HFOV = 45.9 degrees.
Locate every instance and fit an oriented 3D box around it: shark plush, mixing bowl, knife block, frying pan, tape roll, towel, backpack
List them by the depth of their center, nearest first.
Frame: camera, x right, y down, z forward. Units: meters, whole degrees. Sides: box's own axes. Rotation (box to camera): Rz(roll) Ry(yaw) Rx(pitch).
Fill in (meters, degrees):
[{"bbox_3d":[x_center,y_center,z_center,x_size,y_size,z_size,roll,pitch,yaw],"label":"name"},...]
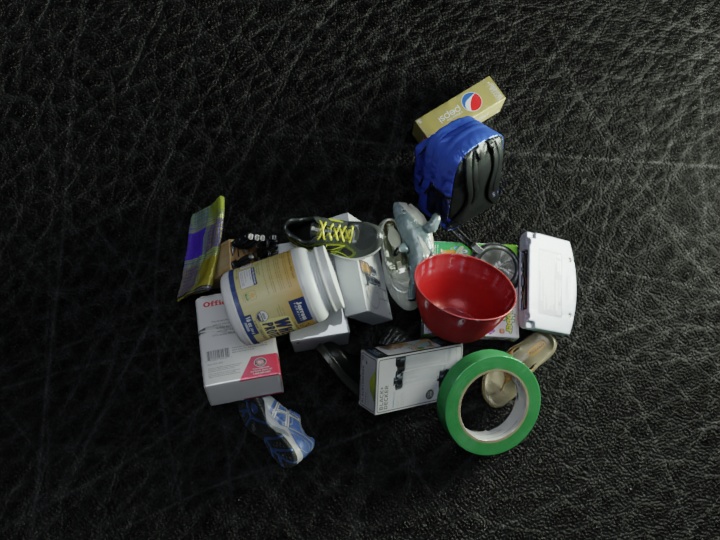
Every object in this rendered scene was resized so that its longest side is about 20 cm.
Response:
[{"bbox_3d":[0.189,0.068,1.645,0.200,0.109,0.200,9,36,-7],"label":"mixing bowl"},{"bbox_3d":[0.248,0.255,1.645,0.200,0.048,0.201,-4,103,-16],"label":"tape roll"},{"bbox_3d":[-0.251,-0.022,1.660,0.199,0.176,0.064,-7,74,7],"label":"knife block"},{"bbox_3d":[-0.318,-0.042,1.700,0.023,0.144,0.201,18,70,-31],"label":"towel"},{"bbox_3d":[0.099,-0.037,1.715,0.083,0.091,0.201,9,83,-22],"label":"shark plush"},{"bbox_3d":[0.189,-0.210,1.720,0.168,0.200,0.162,38,58,25],"label":"backpack"},{"bbox_3d":[0.261,-0.037,1.742,0.115,0.031,0.190,-20,80,-10],"label":"frying pan"}]

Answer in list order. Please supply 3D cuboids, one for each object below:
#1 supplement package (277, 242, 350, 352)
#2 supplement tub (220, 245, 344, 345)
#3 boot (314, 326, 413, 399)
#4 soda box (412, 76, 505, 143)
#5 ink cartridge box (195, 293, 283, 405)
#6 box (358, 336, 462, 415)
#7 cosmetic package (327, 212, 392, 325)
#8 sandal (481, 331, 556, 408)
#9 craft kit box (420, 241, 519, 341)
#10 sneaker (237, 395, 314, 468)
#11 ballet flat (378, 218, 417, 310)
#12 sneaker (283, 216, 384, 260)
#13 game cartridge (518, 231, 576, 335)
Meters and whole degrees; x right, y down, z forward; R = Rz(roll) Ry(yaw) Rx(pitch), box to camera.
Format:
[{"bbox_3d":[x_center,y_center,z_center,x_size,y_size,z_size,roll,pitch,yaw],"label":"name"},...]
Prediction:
[{"bbox_3d":[-0.094,0.049,1.694,0.117,0.117,0.201,-8,75,-4],"label":"supplement package"},{"bbox_3d":[-0.141,0.042,1.560,0.200,0.144,0.145,-19,76,2],"label":"supplement tub"},{"bbox_3d":[0.020,0.165,1.657,0.158,0.079,0.211,-50,123,-10],"label":"boot"},{"bbox_3d":[0.212,-0.335,1.839,0.200,0.068,0.064,-31,78,-10],"label":"soda box"},{"bbox_3d":[-0.235,0.144,1.649,0.144,0.084,0.200,-10,56,-6],"label":"ink cartridge box"},{"bbox_3d":[0.097,0.199,1.630,0.200,0.060,0.117,-5,107,-30],"label":"box"},{"bbox_3d":[0.000,0.000,1.693,0.052,0.151,0.201,-16,76,16],"label":"cosmetic package"},{"bbox_3d":[0.319,0.190,1.709,0.200,0.054,0.080,-40,80,-12],"label":"sandal"},{"bbox_3d":[0.225,0.042,1.752,0.197,0.049,0.201,3,75,-5],"label":"craft kit box"},{"bbox_3d":[-0.168,0.292,1.658,0.077,0.076,0.200,-18,62,-46],"label":"sneaker"},{"bbox_3d":[0.076,-0.017,1.748,0.069,0.069,0.200,-14,76,-7],"label":"ballet flat"},{"bbox_3d":[-0.055,-0.062,1.598,0.199,0.085,0.075,1,81,19],"label":"sneaker"},{"bbox_3d":[0.383,0.030,1.738,0.133,0.041,0.201,11,75,-26],"label":"game cartridge"}]
